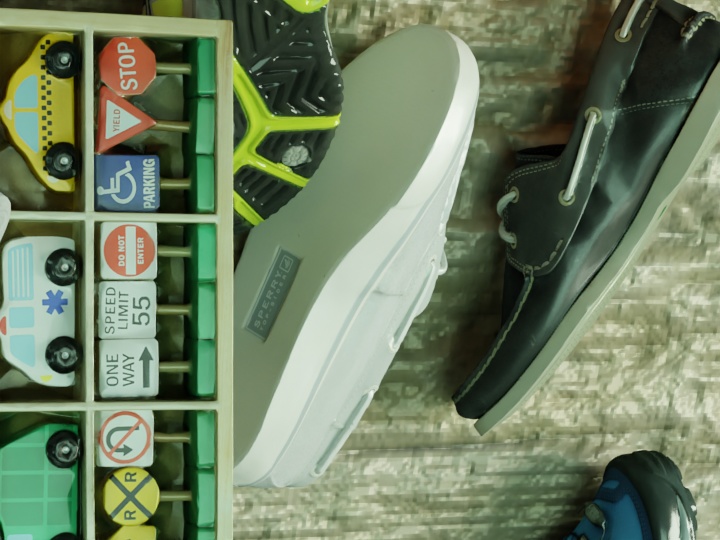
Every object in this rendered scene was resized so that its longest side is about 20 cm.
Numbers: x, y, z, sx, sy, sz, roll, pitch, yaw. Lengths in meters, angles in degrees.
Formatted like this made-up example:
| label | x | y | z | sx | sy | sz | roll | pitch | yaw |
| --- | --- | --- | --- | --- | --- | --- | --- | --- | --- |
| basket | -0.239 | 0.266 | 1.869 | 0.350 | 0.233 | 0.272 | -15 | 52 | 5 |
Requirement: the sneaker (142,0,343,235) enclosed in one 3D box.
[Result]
| label | x | y | z | sx | sy | sz | roll | pitch | yaw |
| --- | --- | --- | --- | --- | --- | --- | --- | --- | --- |
| sneaker | -0.047 | -0.098 | 0.793 | 0.075 | 0.076 | 0.200 | -2 | 129 | -27 |

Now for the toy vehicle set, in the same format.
| label | x | y | z | sx | sy | sz | roll | pitch | yaw |
| --- | --- | --- | --- | --- | --- | --- | --- | --- | --- |
| toy vehicle set | -0.106 | 0.013 | 0.716 | 0.124 | 0.027 | 0.200 | 0 | 90 | -18 |

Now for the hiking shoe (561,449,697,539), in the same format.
| label | x | y | z | sx | sy | sz | roll | pitch | yaw |
| --- | --- | --- | --- | --- | --- | --- | --- | --- | --- |
| hiking shoe | 0.085 | 0.170 | 0.940 | 0.087 | 0.074 | 0.200 | 13 | 104 | -26 |

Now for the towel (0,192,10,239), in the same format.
| label | x | y | z | sx | sy | sz | roll | pitch | yaw |
| --- | --- | --- | --- | --- | --- | --- | --- | --- | --- |
| towel | -0.212 | -0.009 | 0.698 | 0.024 | 0.200 | 0.147 | 1 | 121 | -62 |

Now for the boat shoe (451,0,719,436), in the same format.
| label | x | y | z | sx | sy | sz | roll | pitch | yaw |
| --- | --- | --- | --- | --- | --- | --- | --- | --- | --- |
| boat shoe | 0.089 | -0.023 | 0.885 | 0.068 | 0.072 | 0.200 | 32 | 106 | 8 |

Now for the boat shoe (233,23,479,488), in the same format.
| label | x | y | z | sx | sy | sz | roll | pitch | yaw |
| --- | --- | --- | --- | --- | --- | --- | --- | --- | --- |
| boat shoe | 0.000 | 0.000 | 0.851 | 0.068 | 0.072 | 0.200 | 19 | 96 | -48 |
